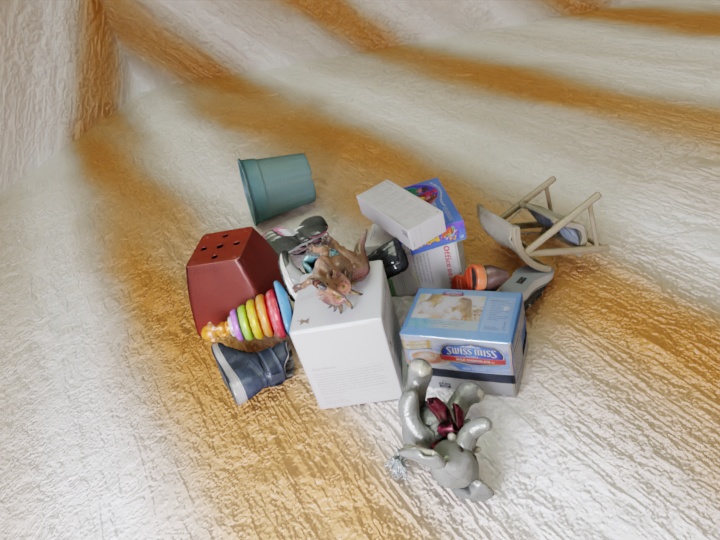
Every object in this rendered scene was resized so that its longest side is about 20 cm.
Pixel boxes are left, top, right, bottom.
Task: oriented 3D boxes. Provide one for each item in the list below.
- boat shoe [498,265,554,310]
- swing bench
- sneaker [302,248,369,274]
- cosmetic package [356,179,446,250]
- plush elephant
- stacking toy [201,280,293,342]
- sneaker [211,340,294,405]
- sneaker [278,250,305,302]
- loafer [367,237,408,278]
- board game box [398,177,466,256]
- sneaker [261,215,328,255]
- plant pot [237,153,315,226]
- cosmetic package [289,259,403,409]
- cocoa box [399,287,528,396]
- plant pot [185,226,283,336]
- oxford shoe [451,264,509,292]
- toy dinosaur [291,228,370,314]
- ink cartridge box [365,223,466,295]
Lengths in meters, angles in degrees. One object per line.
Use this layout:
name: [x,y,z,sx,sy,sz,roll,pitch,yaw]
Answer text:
boat shoe: [0.328,0.039,1.139,0.068,0.057,0.199,16,27,36]
swing bench: [0.381,-0.094,1.219,0.198,0.131,0.199,-21,23,-2]
sneaker: [-0.045,-0.007,1.202,0.198,0.086,0.078,-9,47,37]
cosmetic package: [0.078,-0.114,1.132,0.082,0.051,0.200,-30,37,-14]
plush elephant: [0.131,0.253,0.856,0.201,0.164,0.154,-59,31,-8]
stacking toy: [-0.241,0.110,1.217,0.198,0.110,0.117,-17,71,-6]
sneaker: [-0.217,0.184,1.167,0.145,0.078,0.202,-26,31,-20]
sneaker: [-0.116,0.042,1.216,0.079,0.074,0.201,-28,75,-10]
loafer: [0.000,0.000,1.124,0.199,0.071,0.068,-25,-11,22]
board game box: [0.128,-0.116,1.197,0.133,0.045,0.201,-16,35,2]
sneaker: [-0.175,-0.066,1.483,0.198,0.087,0.081,-18,62,-19]
plant pot: [-0.244,-0.253,1.690,0.194,0.202,0.201,-16,34,-13]
cosmetic package: [-0.017,0.120,1.057,0.164,0.202,0.168,-10,36,10]
cocoa box: [0.189,0.123,1.025,0.198,0.132,0.134,2,39,25]
plant pot: [-0.299,0.014,1.345,0.197,0.178,0.201,-8,36,13]
oxford shoe: [0.229,0.036,1.121,0.072,0.072,0.200,-3,-11,-9]
toy dinosaur: [-0.030,0.003,0.981,0.135,0.087,0.199,24,40,34]
ink cartridge box: [0.125,-0.027,1.246,0.198,0.146,0.088,-3,37,20]
